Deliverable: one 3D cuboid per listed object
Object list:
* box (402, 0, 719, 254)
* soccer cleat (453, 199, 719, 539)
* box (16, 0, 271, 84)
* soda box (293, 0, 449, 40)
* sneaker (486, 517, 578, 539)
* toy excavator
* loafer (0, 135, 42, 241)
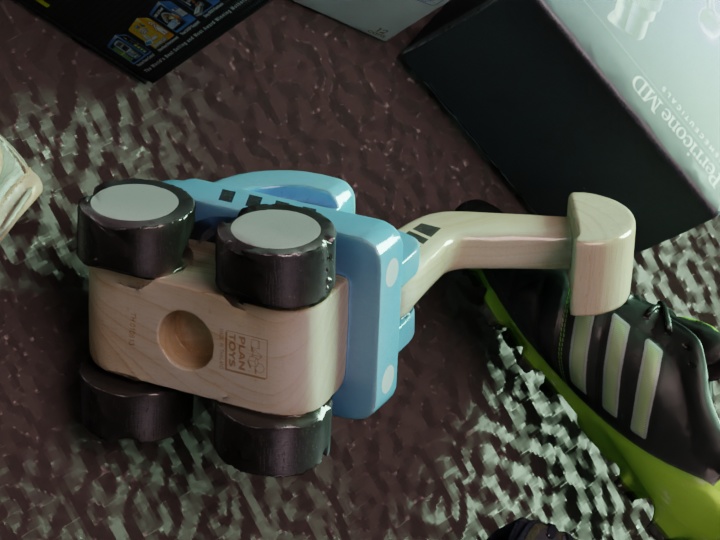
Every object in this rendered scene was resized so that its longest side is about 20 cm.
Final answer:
[{"bbox_3d":[0.142,-0.123,1.113,0.148,0.104,0.200,47,55,-13],"label":"box"},{"bbox_3d":[0.118,0.037,1.037,0.081,0.068,0.200,-39,73,3],"label":"soccer cleat"},{"bbox_3d":[-0.097,-0.162,0.908,0.160,0.200,0.045,32,60,-22],"label":"box"},{"bbox_3d":[-0.048,-0.178,1.030,0.199,0.064,0.069,21,64,-27],"label":"soda box"},{"bbox_3d":[0.097,0.146,1.020,0.199,0.074,0.082,-12,77,-37],"label":"sneaker"},{"bbox_3d":[0.000,0.000,0.957,0.200,0.193,0.101,-42,139,-55],"label":"toy excavator"},{"bbox_3d":[-0.176,0.025,0.881,0.063,0.072,0.201,35,56,-28],"label":"loafer"}]
